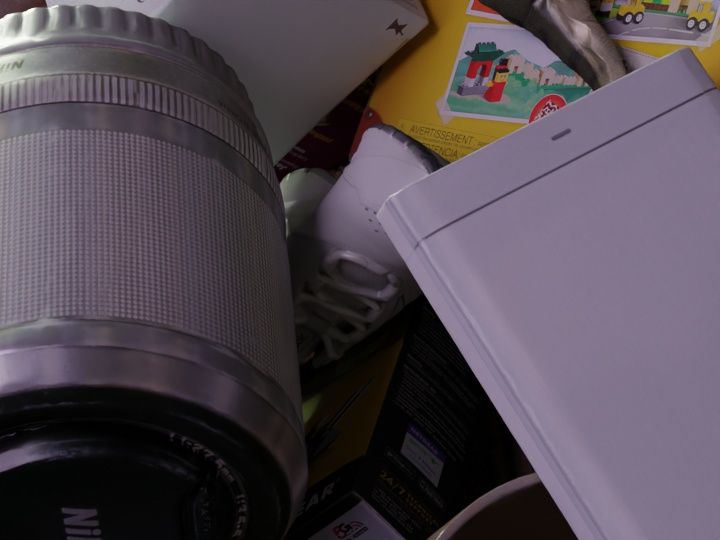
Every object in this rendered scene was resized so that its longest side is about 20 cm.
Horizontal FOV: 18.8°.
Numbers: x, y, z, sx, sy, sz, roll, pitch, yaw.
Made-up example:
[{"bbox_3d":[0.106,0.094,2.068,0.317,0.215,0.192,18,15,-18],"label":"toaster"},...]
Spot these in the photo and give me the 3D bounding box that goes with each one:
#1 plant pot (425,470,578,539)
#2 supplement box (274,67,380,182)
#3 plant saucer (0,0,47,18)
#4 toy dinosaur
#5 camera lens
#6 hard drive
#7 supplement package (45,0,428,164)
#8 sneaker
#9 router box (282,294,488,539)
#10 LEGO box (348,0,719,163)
[{"bbox_3d":[0.036,0.187,0.774,0.200,0.187,0.188,-33,50,53],"label":"plant pot"},{"bbox_3d":[-0.065,-0.098,1.051,0.200,0.086,0.111,-27,55,35],"label":"supplement box"},{"bbox_3d":[-0.179,-0.067,1.043,0.200,0.034,0.201,-27,44,30],"label":"plant saucer"},{"bbox_3d":[0.071,-0.126,0.838,0.088,0.047,0.200,-62,40,28],"label":"toy dinosaur"},{"bbox_3d":[-0.104,0.020,0.813,0.160,0.160,0.200,-36,41,30],"label":"camera lens"},{"bbox_3d":[0.112,0.034,0.730,0.200,0.132,0.027,58,157,12],"label":"hard drive"},{"bbox_3d":[-0.071,-0.159,0.937,0.114,0.109,0.200,-42,48,23],"label":"supplement package"},{"bbox_3d":[0.000,0.000,0.880,0.087,0.074,0.200,-58,11,-18],"label":"sneaker"},{"bbox_3d":[-0.039,0.109,0.904,0.200,0.052,0.157,-38,17,28],"label":"router box"},{"bbox_3d":[0.105,-0.087,0.877,0.200,0.077,0.149,16,85,48],"label":"LEGO box"}]
